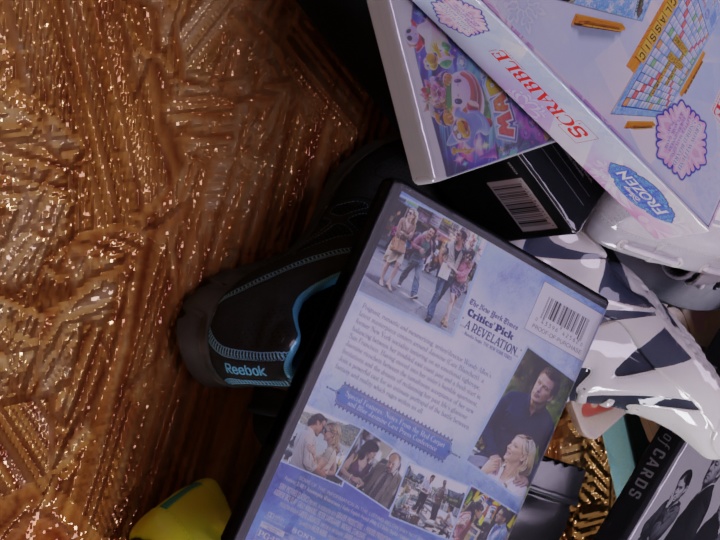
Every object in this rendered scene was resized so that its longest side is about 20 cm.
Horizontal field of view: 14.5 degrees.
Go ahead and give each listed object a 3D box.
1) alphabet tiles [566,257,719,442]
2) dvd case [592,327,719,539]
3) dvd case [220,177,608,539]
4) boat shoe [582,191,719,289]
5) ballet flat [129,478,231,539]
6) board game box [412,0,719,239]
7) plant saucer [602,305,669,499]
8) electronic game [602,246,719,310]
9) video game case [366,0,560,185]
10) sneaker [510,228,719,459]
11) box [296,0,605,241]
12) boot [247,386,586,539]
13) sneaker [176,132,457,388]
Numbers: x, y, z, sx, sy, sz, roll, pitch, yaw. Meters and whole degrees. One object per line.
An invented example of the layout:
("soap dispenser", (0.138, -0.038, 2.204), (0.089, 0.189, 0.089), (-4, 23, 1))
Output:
("alphabet tiles", (0.175, -0.001, 1.636), (0.196, 0.015, 0.200), (-37, 118, -32))
("dvd case", (0.207, 0.120, 1.670), (0.200, 0.025, 0.150), (-59, 148, -5))
("dvd case", (0.029, 0.073, 1.399), (0.143, 0.018, 0.200), (29, 79, -25))
("boat shoe", (0.190, -0.023, 1.548), (0.069, 0.072, 0.200), (-48, 151, 21))
("ballet flat", (-0.051, 0.184, 1.459), (0.067, 0.067, 0.200), (-51, 128, -28))
("board game box", (0.136, -0.154, 1.406), (0.200, 0.041, 0.200), (43, 60, -28))
("plant saucer", (0.166, 0.062, 1.668), (0.070, 0.019, 0.200), (-33, 120, -34))
("electronic game", (0.203, -0.076, 1.616), (0.200, 0.042, 0.200), (-7, 102, -37))
("video game case", (0.084, -0.135, 1.400), (0.200, 0.018, 0.143), (-20, 99, -40))
("sneaker", (0.110, 0.056, 1.546), (0.130, 0.079, 0.199), (-40, 113, 9))
("box", (0.066, -0.134, 1.445), (0.200, 0.079, 0.141), (52, 58, -24))
("boot", (0.018, 0.157, 1.448), (0.198, 0.073, 0.163), (17, 87, -19))
("sneaker", (0.000, 0.000, 1.449), (0.200, 0.082, 0.073), (-43, 123, -30))
